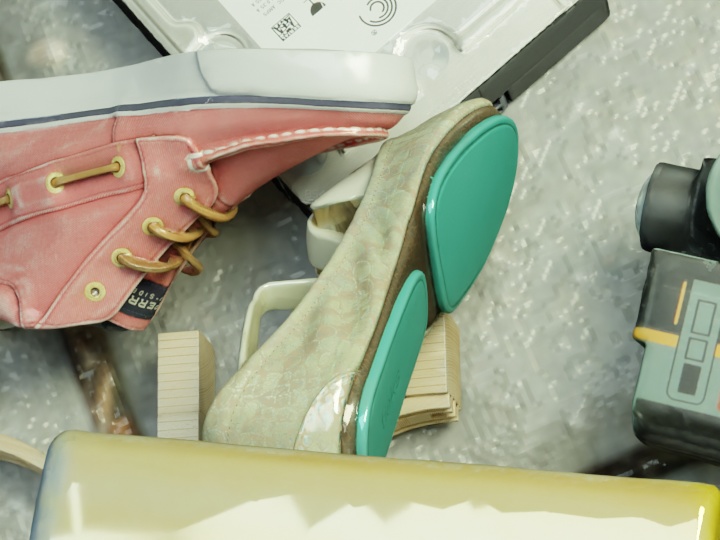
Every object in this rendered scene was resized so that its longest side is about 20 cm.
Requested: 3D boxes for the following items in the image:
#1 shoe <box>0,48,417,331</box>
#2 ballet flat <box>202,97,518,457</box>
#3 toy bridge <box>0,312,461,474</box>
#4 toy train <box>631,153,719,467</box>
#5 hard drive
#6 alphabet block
[{"bbox_3d":[-0.066,-0.025,0.935,0.199,0.071,0.092,-4,86,31],"label":"shoe"},{"bbox_3d":[0.000,0.000,0.894,0.062,0.068,0.200,8,36,17],"label":"ballet flat"},{"bbox_3d":[-0.063,0.056,0.951,0.199,0.027,0.068,-5,71,10],"label":"toy bridge"},{"bbox_3d":[0.183,0.023,0.887,0.199,0.085,0.115,13,86,14],"label":"toy train"},{"bbox_3d":[-0.021,-0.125,1.000,0.140,0.038,0.200,-40,69,-3],"label":"hard drive"},{"bbox_3d":[0.009,0.169,0.807,0.199,0.196,0.197,5,74,13],"label":"alphabet block"}]
